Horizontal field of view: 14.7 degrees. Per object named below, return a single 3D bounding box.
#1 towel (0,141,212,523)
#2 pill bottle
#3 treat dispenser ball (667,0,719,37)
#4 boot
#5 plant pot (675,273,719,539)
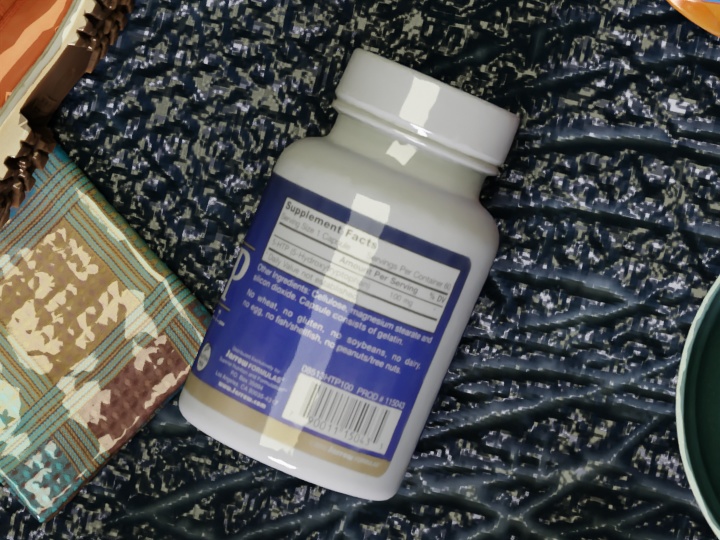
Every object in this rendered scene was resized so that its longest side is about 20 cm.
[{"bbox_3d":[-0.184,0.013,1.460,0.147,0.022,0.200,-45,81,8],"label":"towel"},{"bbox_3d":[0.000,0.000,1.372,0.119,0.120,0.201,23,93,11],"label":"pill bottle"},{"bbox_3d":[0.210,-0.200,1.292,0.200,0.201,0.202,0,88,12],"label":"treat dispenser ball"},{"bbox_3d":[-0.183,-0.129,1.426,0.107,0.075,0.201,31,83,10],"label":"boot"},{"bbox_3d":[0.254,0.064,1.310,0.199,0.134,0.201,0,88,12],"label":"plant pot"}]
